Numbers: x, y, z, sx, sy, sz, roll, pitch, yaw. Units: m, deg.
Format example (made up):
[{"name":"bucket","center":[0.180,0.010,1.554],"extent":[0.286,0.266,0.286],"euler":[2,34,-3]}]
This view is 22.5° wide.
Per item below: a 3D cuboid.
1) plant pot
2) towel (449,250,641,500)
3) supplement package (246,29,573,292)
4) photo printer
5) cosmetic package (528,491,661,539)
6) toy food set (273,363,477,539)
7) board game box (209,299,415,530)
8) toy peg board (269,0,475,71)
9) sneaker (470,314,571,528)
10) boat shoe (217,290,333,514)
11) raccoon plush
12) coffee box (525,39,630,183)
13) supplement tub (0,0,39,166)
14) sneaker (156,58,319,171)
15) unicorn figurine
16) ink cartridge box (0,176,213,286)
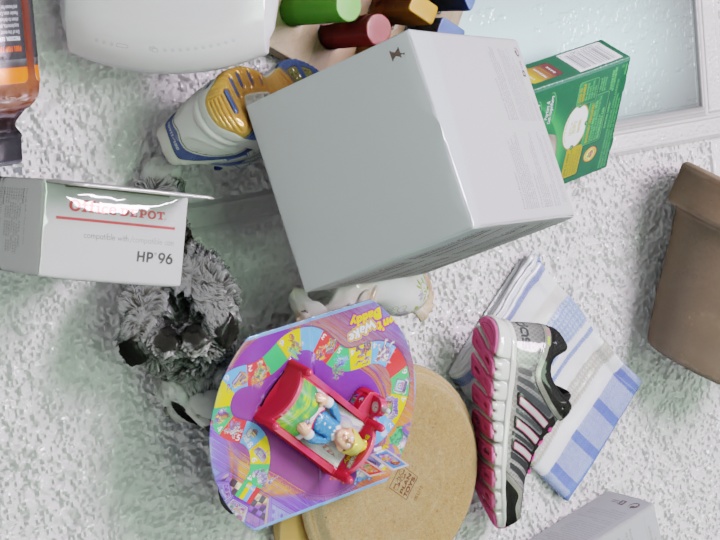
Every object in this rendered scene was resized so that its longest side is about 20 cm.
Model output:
[{"name":"plant pot","center":[0.360,0.015,1.729],"extent":[0.199,0.200,0.176],"euler":[19,101,-36]},{"name":"towel","center":[0.175,0.099,1.679],"extent":[0.200,0.024,0.147],"euler":[48,67,-29]},{"name":"supplement package","center":[0.042,-0.084,1.390],"extent":[0.200,0.150,0.153],"euler":[-9,79,-62]},{"name":"photo printer","center":[-0.143,-0.248,1.345],"extent":[0.165,0.069,0.202],"euler":[1,94,0]},{"name":"cosmetic package","center":[0.192,0.295,1.678],"extent":[0.199,0.074,0.103],"euler":[-24,107,-31]},{"name":"toy food set","center":[0.023,0.178,1.553],"extent":[0.197,0.048,0.202],"euler":[19,85,-38]},{"name":"board game box","center":[-0.024,0.115,1.401],"extent":[0.199,0.039,0.160],"euler":[-16,113,-35]},{"name":"toy peg board","center":[0.030,-0.245,1.498],"extent":[0.198,0.097,0.202],"euler":[27,78,-35]},{"name":"sneaker","center":[0.145,0.134,1.604],"extent":[0.087,0.074,0.202],"euler":[-5,107,-15]},{"name":"boat shoe","center":[-0.062,0.109,1.478],"extent":[0.074,0.060,0.201],"euler":[30,61,-25]},{"name":"raccoon plush","center":[-0.126,0.026,1.420],"extent":[0.134,0.096,0.202],"euler":[74,19,-63]},{"name":"coffee box","center":[0.147,-0.123,1.598],"extent":[0.199,0.044,0.124],"euler":[-23,136,-33]},{"name":"supplement tub","center":[-0.280,-0.172,1.266],"extent":[0.106,0.107,0.202],"euler":[-9,98,-36]},{"name":"sneaker","center":[-0.086,-0.119,1.441],"extent":[0.199,0.088,0.076],"euler":[-1,67,-59]},{"name":"unicorn figurine","center":[0.000,0.000,1.480],"extent":[0.199,0.074,0.139],"euler":[8,63,-40]},{"name":"ink cartridge box","center":[-0.201,-0.028,1.277],"extent":[0.115,0.199,0.069],"euler":[4,91,-36]}]
